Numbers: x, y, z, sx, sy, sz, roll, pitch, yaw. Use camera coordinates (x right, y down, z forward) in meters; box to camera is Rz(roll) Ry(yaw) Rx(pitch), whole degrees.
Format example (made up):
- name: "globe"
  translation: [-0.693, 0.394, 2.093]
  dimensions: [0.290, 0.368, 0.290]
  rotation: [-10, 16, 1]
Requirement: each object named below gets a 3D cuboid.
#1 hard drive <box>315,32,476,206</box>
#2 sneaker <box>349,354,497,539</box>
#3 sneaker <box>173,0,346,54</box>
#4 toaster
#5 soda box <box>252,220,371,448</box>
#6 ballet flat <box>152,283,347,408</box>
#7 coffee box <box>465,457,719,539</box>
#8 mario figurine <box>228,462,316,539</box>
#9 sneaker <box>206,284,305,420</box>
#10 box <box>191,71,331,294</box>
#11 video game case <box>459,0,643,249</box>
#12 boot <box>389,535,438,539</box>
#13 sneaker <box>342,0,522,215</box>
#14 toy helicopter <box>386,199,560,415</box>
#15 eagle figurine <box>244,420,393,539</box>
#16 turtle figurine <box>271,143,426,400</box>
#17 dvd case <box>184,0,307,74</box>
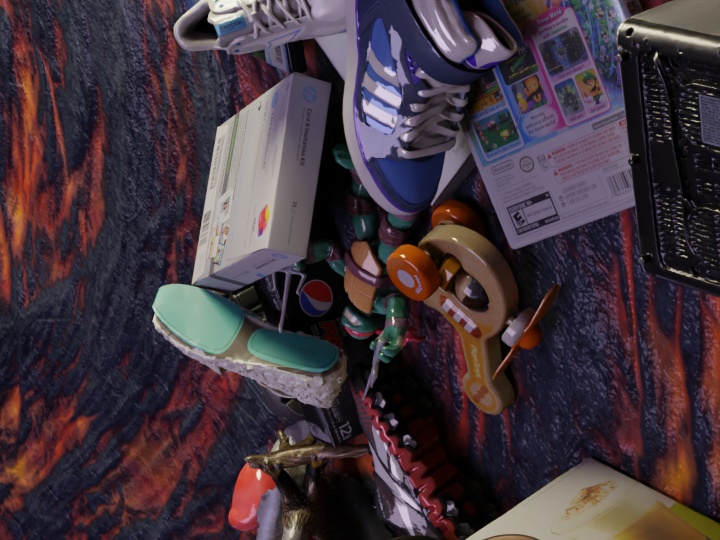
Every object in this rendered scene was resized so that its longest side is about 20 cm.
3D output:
- name: "hard drive"
  translation: [0.032, -0.166, 1.481]
  dimensions: [0.201, 0.026, 0.132]
  rotation: [56, 148, 12]
- name: "sneaker"
  translation: [0.038, 0.176, 1.675]
  dimensions: [0.098, 0.071, 0.201]
  rotation: [-37, 82, 40]
- name: "sneaker"
  translation: [-0.073, -0.206, 1.479]
  dimensions: [0.199, 0.086, 0.076]
  rotation: [-10, 107, 45]
- name: "toaster"
  translation: [0.264, -0.072, 1.120]
  dimensions: [0.199, 0.118, 0.182]
  rotation: [21, 131, 48]
- name: "soda box"
  translation: [-0.040, 0.057, 1.709]
  dimensions: [0.063, 0.070, 0.202]
  rotation: [8, 121, 66]
- name: "ballet flat"
  translation: [-0.103, 0.076, 1.660]
  dimensions: [0.198, 0.072, 0.072]
  rotation: [21, 134, 21]
- name: "coffee box"
  translation: [0.186, 0.305, 1.445]
  dimensions: [0.197, 0.199, 0.202]
  rotation: [26, 134, 45]
- name: "mario figurine"
  translation: [-0.053, 0.273, 1.921]
  dimensions: [0.123, 0.106, 0.201]
  rotation: [-28, 102, 22]
- name: "sneaker"
  translation: [-0.110, 0.061, 1.819]
  dimensions: [0.079, 0.075, 0.201]
  rotation: [-19, 97, 61]
- name: "box"
  translation: [-0.089, -0.073, 1.620]
  dimensions: [0.200, 0.041, 0.158]
  rotation: [155, 125, -65]
- name: "video game case"
  translation: [0.142, -0.124, 1.325]
  dimensions: [0.199, 0.024, 0.184]
  rotation: [-21, 92, 53]
- name: "boot"
  translation: [0.023, 0.306, 1.676]
  dimensions: [0.199, 0.187, 0.069]
  rotation: [-30, 61, 37]
- name: "sneaker"
  translation: [0.057, -0.134, 1.336]
  dimensions: [0.146, 0.080, 0.202]
  rotation: [10, 110, 53]
- name: "toy helicopter"
  translation: [0.105, 0.046, 1.514]
  dimensions: [0.132, 0.079, 0.201]
  rotation: [24, 143, 34]
- name: "eagle figurine"
  translation: [-0.049, 0.258, 1.802]
  dimensions: [0.151, 0.150, 0.202]
  rotation: [19, 130, 49]
- name: "turtle figurine"
  translation: [0.000, 0.000, 1.586]
  dimensions: [0.149, 0.100, 0.202]
  rotation: [29, 124, 27]
- name: "dvd case"
  translation: [-0.112, -0.261, 1.605]
  dimensions: [0.200, 0.017, 0.144]
  rotation: [32, 138, 52]
